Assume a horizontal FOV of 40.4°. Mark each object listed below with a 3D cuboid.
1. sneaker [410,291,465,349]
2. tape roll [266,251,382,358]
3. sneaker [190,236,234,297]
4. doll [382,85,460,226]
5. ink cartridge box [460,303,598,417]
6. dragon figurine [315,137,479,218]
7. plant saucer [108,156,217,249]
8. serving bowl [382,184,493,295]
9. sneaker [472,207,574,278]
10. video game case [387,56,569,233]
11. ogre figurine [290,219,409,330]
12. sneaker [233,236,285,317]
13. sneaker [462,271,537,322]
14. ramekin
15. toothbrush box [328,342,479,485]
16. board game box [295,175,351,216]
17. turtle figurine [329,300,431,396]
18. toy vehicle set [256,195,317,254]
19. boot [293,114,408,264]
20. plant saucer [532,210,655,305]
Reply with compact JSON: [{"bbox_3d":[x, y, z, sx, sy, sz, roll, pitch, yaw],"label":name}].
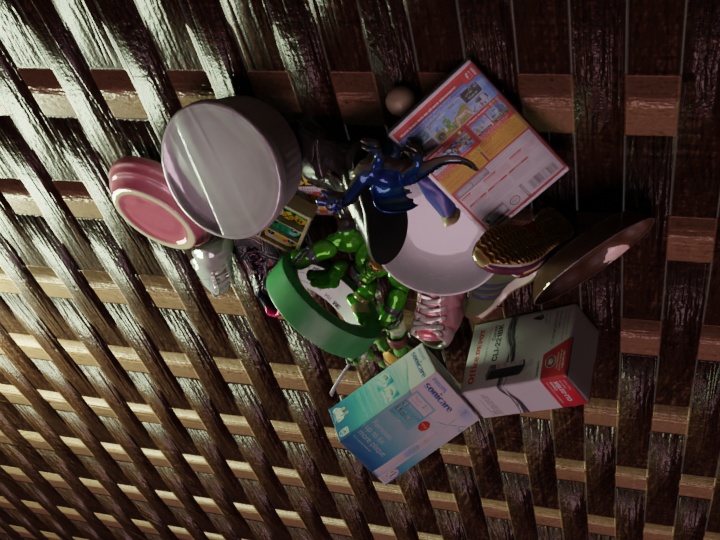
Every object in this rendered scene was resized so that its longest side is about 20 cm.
[{"bbox_3d":[0.121,0.051,1.562,0.075,0.105,0.201,14,146,23],"label":"sneaker"},{"bbox_3d":[-0.057,0.053,1.567,0.200,0.201,0.048,33,111,-21],"label":"tape roll"},{"bbox_3d":[-0.233,-0.007,1.610,0.081,0.070,0.200,64,167,5],"label":"sneaker"},{"bbox_3d":[0.089,-0.154,1.308,0.136,0.049,0.200,-21,114,23],"label":"doll"},{"bbox_3d":[0.275,0.150,1.600,0.199,0.145,0.084,-16,132,38],"label":"ink cartridge box"},{"bbox_3d":[0.043,-0.111,1.243,0.199,0.059,0.100,3,114,-7],"label":"dragon figurine"},{"bbox_3d":[-0.319,-0.099,1.565,0.200,0.051,0.201,22,153,12],"label":"plant saucer"},{"bbox_3d":[0.116,-0.065,1.422,0.199,0.066,0.201,6,122,10],"label":"serving bowl"},{"bbox_3d":[0.211,-0.019,1.325,0.075,0.200,0.090,51,133,21],"label":"sneaker"},{"bbox_3d":[0.153,-0.156,1.267,0.143,0.017,0.200,-41,109,19],"label":"video game case"},{"bbox_3d":[0.000,0.000,1.530,0.200,0.098,0.120,42,116,5],"label":"ogre figurine"},{"bbox_3d":[-0.158,-0.004,1.637,0.080,0.075,0.200,-2,140,26],"label":"sneaker"},{"bbox_3d":[0.197,0.004,1.512,0.090,0.067,0.200,34,143,-9],"label":"sneaker"},{"bbox_3d":[-0.173,-0.152,1.372,0.202,0.094,0.203,13,120,25],"label":"ramekin"},{"bbox_3d":[0.073,0.239,1.626,0.200,0.085,0.147,-36,125,6],"label":"toothbrush box"},{"bbox_3d":[-0.062,-0.124,1.480,0.199,0.024,0.105,2,140,21],"label":"board game box"},{"bbox_3d":[0.032,0.165,1.705,0.199,0.144,0.195,-18,125,-2],"label":"turtle figurine"},{"bbox_3d":[-0.171,-0.105,1.515,0.199,0.027,0.124,27,149,0],"label":"toy vehicle set"},{"bbox_3d":[-0.020,-0.116,1.364,0.174,0.069,0.201,23,134,52],"label":"boot"},{"bbox_3d":[0.314,-0.023,1.351,0.035,0.200,0.200,56,146,15],"label":"plant saucer"}]
